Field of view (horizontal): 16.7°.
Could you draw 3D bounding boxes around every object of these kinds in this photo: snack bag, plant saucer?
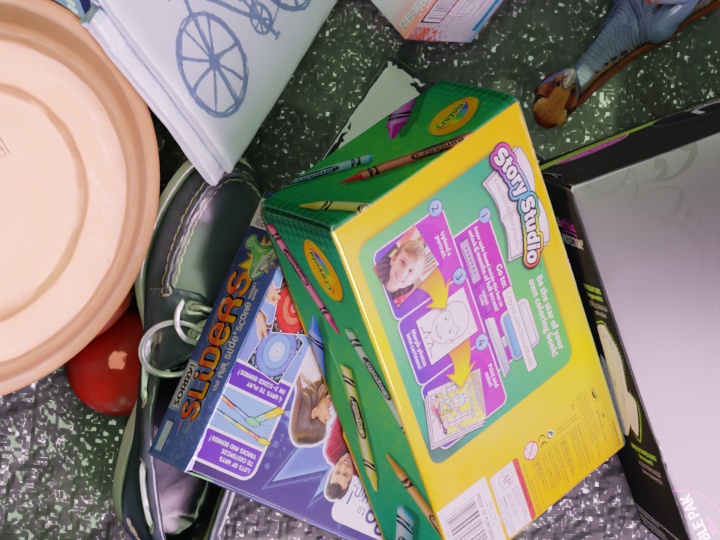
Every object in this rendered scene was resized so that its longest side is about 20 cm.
[{"bbox_3d":[-0.088,-0.170,1.171,0.200,0.021,0.189,53,41,-24],"label":"snack bag"},{"bbox_3d":[-0.183,-0.033,1.117,0.199,0.032,0.202,-9,110,-26],"label":"plant saucer"}]

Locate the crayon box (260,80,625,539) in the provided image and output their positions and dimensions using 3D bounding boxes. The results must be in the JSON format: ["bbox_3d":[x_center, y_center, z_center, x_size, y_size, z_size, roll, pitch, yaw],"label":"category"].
[{"bbox_3d":[0.042,0.028,1.145,0.119,0.058,0.201,-35,121,-28],"label":"crayon box"}]

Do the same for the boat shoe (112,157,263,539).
[{"bbox_3d":[-0.077,0.044,1.181,0.074,0.062,0.201,11,99,-26],"label":"boat shoe"}]

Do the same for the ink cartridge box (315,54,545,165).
[{"bbox_3d":[0.000,0.000,1.246,0.099,0.039,0.201,33,86,-1],"label":"ink cartridge box"}]

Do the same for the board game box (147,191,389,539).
[{"bbox_3d":[0.005,0.063,1.186,0.200,0.034,0.136,29,83,-40],"label":"board game box"}]

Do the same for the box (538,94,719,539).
[{"bbox_3d":[0.186,0.022,1.197,0.148,0.124,0.201,-21,99,-5],"label":"box"}]

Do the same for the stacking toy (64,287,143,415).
[{"bbox_3d":[-0.156,-0.014,1.200,0.085,0.085,0.201,-32,115,-5],"label":"stacking toy"}]

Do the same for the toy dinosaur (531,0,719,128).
[{"bbox_3d":[0.165,-0.141,1.244,0.199,0.105,0.182,22,103,-12],"label":"toy dinosaur"}]

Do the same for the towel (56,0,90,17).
[{"bbox_3d":[-0.178,-0.137,1.256,0.199,0.024,0.146,-22,89,-2],"label":"towel"}]

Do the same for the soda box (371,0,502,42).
[{"bbox_3d":[0.074,-0.205,1.197,0.068,0.063,0.200,51,119,22],"label":"soda box"}]
